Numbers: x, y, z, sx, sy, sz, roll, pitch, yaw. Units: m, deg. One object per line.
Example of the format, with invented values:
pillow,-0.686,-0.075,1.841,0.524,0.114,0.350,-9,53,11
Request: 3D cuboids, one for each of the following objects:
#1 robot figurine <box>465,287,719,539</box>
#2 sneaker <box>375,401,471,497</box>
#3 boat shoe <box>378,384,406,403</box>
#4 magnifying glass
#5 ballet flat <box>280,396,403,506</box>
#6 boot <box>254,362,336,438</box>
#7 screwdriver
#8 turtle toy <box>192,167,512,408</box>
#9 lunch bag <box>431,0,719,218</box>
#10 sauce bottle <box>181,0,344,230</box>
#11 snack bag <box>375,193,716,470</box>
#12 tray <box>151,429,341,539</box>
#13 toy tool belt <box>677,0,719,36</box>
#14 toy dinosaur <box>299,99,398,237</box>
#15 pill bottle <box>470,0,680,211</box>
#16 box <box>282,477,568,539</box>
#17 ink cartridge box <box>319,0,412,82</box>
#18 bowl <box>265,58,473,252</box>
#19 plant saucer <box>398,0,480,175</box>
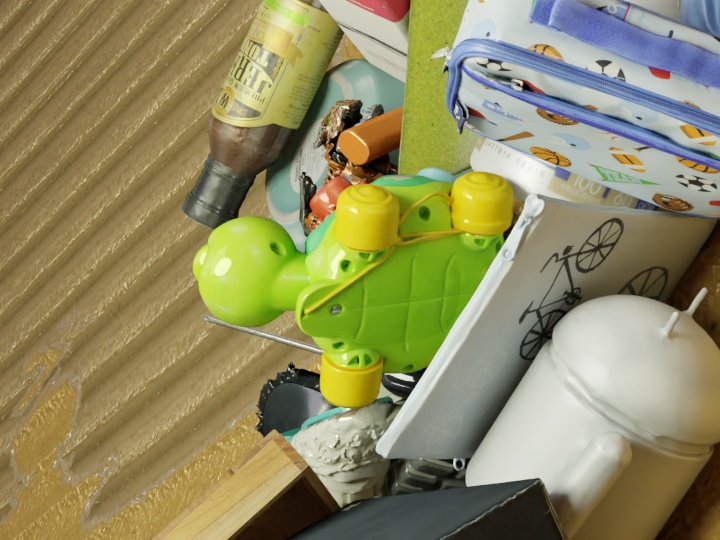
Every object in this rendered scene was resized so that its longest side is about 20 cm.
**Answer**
robot figurine,0.137,0.097,1.307,0.200,0.113,0.170,-59,0,21
sneaker,0.042,0.112,1.514,0.200,0.075,0.116,-46,34,40
boat shoe,0.082,0.038,1.474,0.200,0.068,0.072,-18,82,32
magnifying glass,0.047,-0.106,1.547,0.080,0.200,0.022,44,125,12
ballet flat,-0.012,0.124,1.489,0.200,0.072,0.072,147,137,-71
boot,-0.041,0.160,1.622,0.200,0.076,0.168,-147,75,-70
screwdriver,-0.015,0.051,1.479,0.200,0.028,0.029,20,66,28
turtle toy,0.000,0.000,1.390,0.101,0.200,0.146,-130,40,-53
lunch bag,0.139,-0.099,1.268,0.160,0.200,0.076,99,-170,-79
sauce bottle,-0.069,-0.123,1.654,0.200,0.065,0.065,-65,28,10
snack bag,0.105,0.037,1.333,0.021,0.200,0.189,44,114,31
tray,-0.054,0.172,1.401,0.099,0.200,0.037,-42,63,-7
toy tool belt,0.248,-0.160,1.264,0.200,0.123,0.125,-5,68,60
toy dinosaur,0.020,-0.015,1.572,0.136,0.200,0.102,5,37,30
pill bottle,0.160,-0.129,1.407,0.200,0.120,0.120,-66,28,9
box,0.042,0.233,1.278,0.200,0.124,0.197,-17,97,58
ink cartridge box,0.043,-0.211,1.459,0.084,0.200,0.145,29,84,23
bowl,0.004,-0.075,1.673,0.201,0.105,0.201,-40,39,43
plant saucer,0.103,-0.166,1.463,0.200,0.048,0.200,-45,-27,-35
